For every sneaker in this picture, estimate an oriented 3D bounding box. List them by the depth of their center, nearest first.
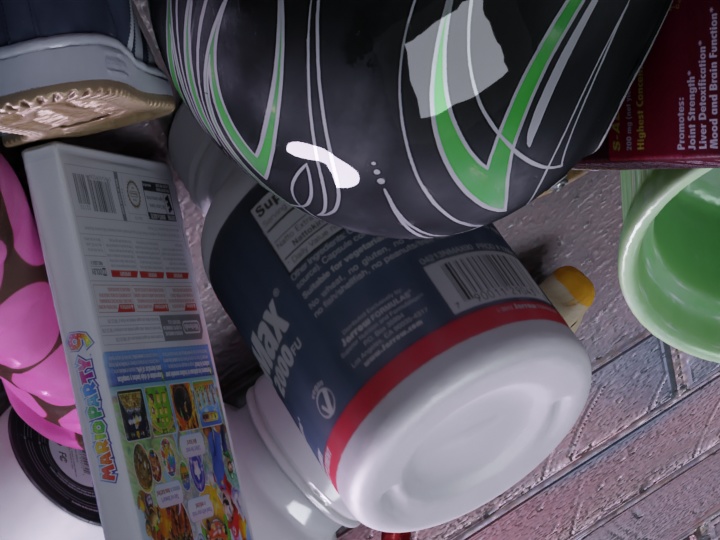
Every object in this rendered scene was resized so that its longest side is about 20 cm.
[{"bbox_3d":[-0.117,-0.107,0.829,0.069,0.110,0.200,-14,180,-2],"label":"sneaker"}]

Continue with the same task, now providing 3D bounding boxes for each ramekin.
[{"bbox_3d":[0.218,-0.047,1.076,0.198,0.098,0.201,-3,144,-2],"label":"ramekin"}]

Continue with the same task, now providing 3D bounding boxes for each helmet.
[{"bbox_3d":[0.015,-0.108,0.835,0.199,0.200,0.192,6,117,-48],"label":"helmet"}]

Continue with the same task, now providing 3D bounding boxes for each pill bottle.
[{"bbox_3d":[0.000,0.000,0.956,0.119,0.201,0.120,-24,148,-16],"label":"pill bottle"},{"bbox_3d":[-0.081,0.138,1.146,0.200,0.120,0.120,-39,149,11],"label":"pill bottle"}]

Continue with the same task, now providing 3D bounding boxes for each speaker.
[{"bbox_3d":[-0.193,0.149,1.080,0.081,0.082,0.200,9,133,-50],"label":"speaker"}]

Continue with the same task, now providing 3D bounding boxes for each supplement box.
[{"bbox_3d":[0.132,-0.095,0.874,0.060,0.110,0.199,0,180,-31],"label":"supplement box"}]

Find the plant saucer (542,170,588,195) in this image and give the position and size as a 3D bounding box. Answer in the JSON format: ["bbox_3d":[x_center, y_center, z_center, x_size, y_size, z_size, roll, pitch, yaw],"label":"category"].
[{"bbox_3d":[0.091,-0.111,1.054,0.199,0.036,0.201,-25,149,-17],"label":"plant saucer"}]

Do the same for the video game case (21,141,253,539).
[{"bbox_3d":[-0.086,0.051,0.921,0.018,0.202,0.143,-14,176,13],"label":"video game case"}]

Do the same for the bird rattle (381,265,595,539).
[{"bbox_3d":[0.065,0.077,1.236,0.163,0.113,0.201,-37,157,-30],"label":"bird rattle"}]

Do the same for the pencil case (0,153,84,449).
[{"bbox_3d":[-0.151,0.009,0.937,0.093,0.092,0.200,4,157,21],"label":"pencil case"}]
